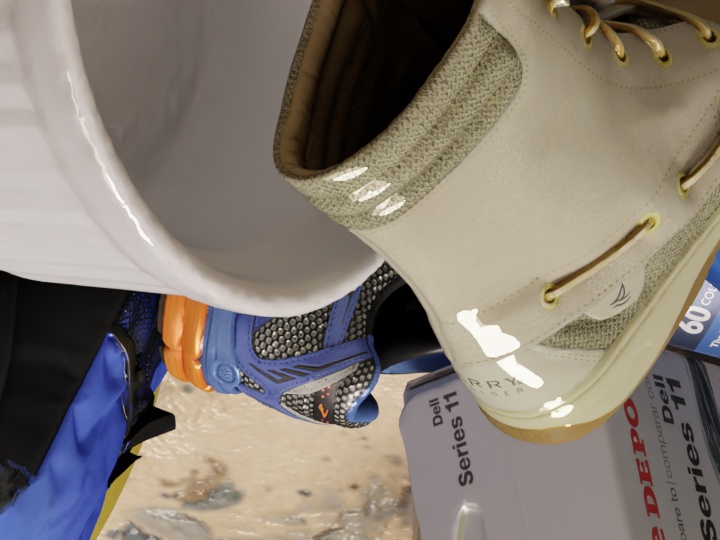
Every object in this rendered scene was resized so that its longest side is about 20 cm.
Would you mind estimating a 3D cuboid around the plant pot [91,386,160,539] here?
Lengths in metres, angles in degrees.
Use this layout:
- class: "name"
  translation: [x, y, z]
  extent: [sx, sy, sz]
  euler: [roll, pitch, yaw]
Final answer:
- class: "plant pot"
  translation: [-0.181, 0.081, 1.087]
  extent: [0.200, 0.142, 0.200]
  euler: [3, 142, 2]

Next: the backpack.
- class: "backpack"
  translation: [-0.144, 0.049, 0.905]
  extent: [0.162, 0.200, 0.168]
  euler: [9, 132, 9]

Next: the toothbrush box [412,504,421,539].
- class: "toothbrush box"
  translation: [0.115, 0.179, 1.184]
  extent: [0.086, 0.146, 0.200]
  euler: [-28, 132, 34]

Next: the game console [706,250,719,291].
- class: "game console"
  translation: [0.233, -0.036, 0.919]
  extent: [0.171, 0.118, 0.200]
  euler: [7, 130, -47]

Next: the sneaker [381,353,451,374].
- class: "sneaker"
  translation: [0.000, 0.000, 1.017]
  extent: [0.200, 0.079, 0.089]
  euler: [20, 138, -20]

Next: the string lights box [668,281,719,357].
- class: "string lights box"
  translation: [0.179, -0.013, 0.979]
  extent: [0.200, 0.059, 0.103]
  euler: [15, 126, -14]

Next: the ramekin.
- class: "ramekin"
  translation: [-0.060, -0.087, 0.813]
  extent: [0.098, 0.201, 0.201]
  euler: [0, 146, 34]

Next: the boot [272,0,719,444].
- class: "boot"
  translation: [0.063, -0.068, 0.830]
  extent: [0.072, 0.200, 0.155]
  euler: [17, 159, 42]

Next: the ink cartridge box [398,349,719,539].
- class: "ink cartridge box"
  translation: [0.111, 0.111, 1.045]
  extent: [0.083, 0.147, 0.200]
  euler: [-22, 158, 30]

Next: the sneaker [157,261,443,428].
- class: "sneaker"
  translation: [0.025, -0.013, 0.919]
  extent: [0.078, 0.200, 0.075]
  euler: [32, 148, 24]
